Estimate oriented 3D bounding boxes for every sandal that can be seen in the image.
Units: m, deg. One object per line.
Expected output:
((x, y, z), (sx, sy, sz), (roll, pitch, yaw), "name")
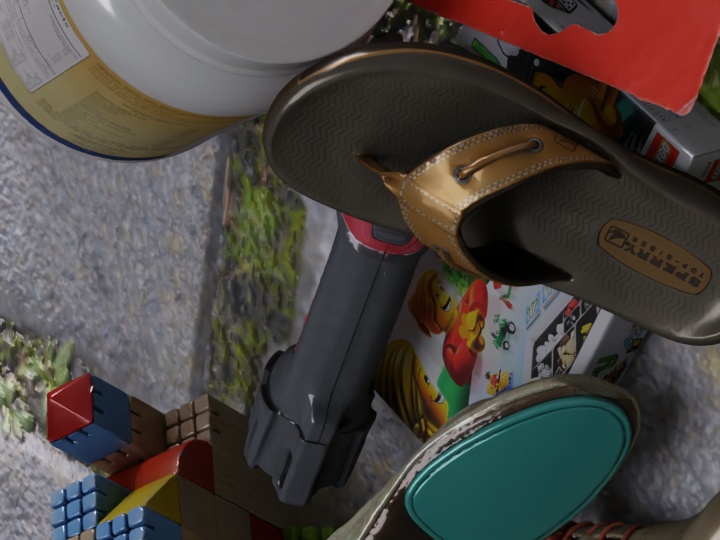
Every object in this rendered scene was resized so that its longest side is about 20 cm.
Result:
((0.057, -0.020, 0.887), (0.200, 0.055, 0.082), (27, 123, 0), "sandal")

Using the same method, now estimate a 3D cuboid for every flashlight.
((0.000, 0.000, 0.991), (0.068, 0.068, 0.200), (44, 133, 28), "flashlight")

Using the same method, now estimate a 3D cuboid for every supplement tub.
((-0.073, -0.127, 0.996), (0.200, 0.144, 0.145), (-15, 88, 65), "supplement tub")

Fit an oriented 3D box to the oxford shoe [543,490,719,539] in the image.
((0.098, 0.127, 0.945), (0.075, 0.070, 0.200), (50, 133, 11), "oxford shoe")

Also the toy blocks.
((-0.078, 0.131, 1.048), (0.100, 0.137, 0.201), (-25, 53, 27), "toy blocks")

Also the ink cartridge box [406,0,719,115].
((0.082, -0.178, 0.890), (0.162, 0.050, 0.201), (28, 105, 41), "ink cartridge box")

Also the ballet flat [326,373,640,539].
((0.026, 0.098, 0.967), (0.200, 0.067, 0.062), (-41, 24, 15), "ballet flat")

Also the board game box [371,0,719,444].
((0.066, -0.009, 0.984), (0.126, 0.035, 0.200), (46, 130, 31), "board game box")
